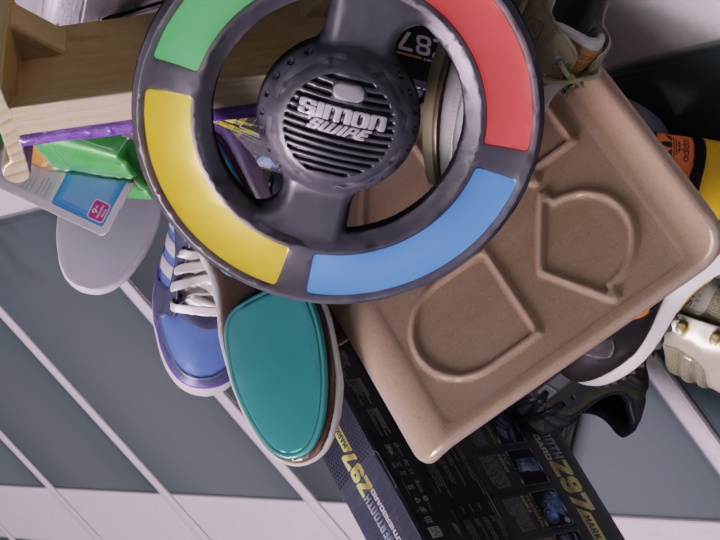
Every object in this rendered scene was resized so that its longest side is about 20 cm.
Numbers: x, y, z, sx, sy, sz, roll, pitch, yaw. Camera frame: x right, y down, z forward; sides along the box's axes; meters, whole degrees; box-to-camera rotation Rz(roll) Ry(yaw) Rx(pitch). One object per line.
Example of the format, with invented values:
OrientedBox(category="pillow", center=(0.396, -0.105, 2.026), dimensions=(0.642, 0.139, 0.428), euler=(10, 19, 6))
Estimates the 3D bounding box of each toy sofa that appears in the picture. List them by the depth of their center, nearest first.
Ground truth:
OrientedBox(category="toy sofa", center=(-0.089, -0.096, 0.898), dimensions=(0.200, 0.083, 0.098), euler=(-7, 135, 1))

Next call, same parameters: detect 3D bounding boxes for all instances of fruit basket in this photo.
OrientedBox(category="fruit basket", center=(-0.200, -0.136, 1.152), dimensions=(0.200, 0.185, 0.094), euler=(26, 164, 22))

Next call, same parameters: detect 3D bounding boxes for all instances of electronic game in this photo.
OrientedBox(category="electronic game", center=(-0.011, -0.075, 0.828), dimensions=(0.200, 0.042, 0.200), euler=(0, 115, -1))

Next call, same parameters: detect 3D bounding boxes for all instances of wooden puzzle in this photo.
OrientedBox(category="wooden puzzle", center=(0.075, -0.018, 0.929), dimensions=(0.046, 0.200, 0.185), euler=(35, -160, -55))

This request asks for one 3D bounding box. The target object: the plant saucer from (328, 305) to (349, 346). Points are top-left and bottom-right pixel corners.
OrientedBox(category="plant saucer", center=(0.000, 0.000, 1.060), dimensions=(0.037, 0.200, 0.200), euler=(57, 149, -8))

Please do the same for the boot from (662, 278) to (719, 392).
OrientedBox(category="boot", center=(0.254, 0.037, 0.982), dimensions=(0.155, 0.072, 0.200), euler=(31, 153, 18))

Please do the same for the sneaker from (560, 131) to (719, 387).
OrientedBox(category="sneaker", center=(0.150, -0.010, 0.983), dimensions=(0.090, 0.070, 0.200), euler=(22, 137, -16))

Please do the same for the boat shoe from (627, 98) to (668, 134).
OrientedBox(category="boat shoe", center=(0.127, -0.033, 1.038), dimensions=(0.072, 0.062, 0.200), euler=(37, 151, 5))

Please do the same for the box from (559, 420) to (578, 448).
OrientedBox(category="box", center=(0.085, 0.072, 1.252), dimensions=(0.159, 0.046, 0.200), euler=(29, 149, 18))

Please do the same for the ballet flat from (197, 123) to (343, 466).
OrientedBox(category="ballet flat", center=(-0.051, 0.010, 0.957), dimensions=(0.069, 0.069, 0.200), euler=(-37, 73, 61))

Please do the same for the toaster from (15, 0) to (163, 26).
OrientedBox(category="toaster", center=(-0.184, -0.215, 1.039), dimensions=(0.200, 0.129, 0.114), euler=(47, 142, 16))

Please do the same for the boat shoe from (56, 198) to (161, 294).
OrientedBox(category="boat shoe", center=(-0.166, -0.072, 1.208), dimensions=(0.069, 0.200, 0.057), euler=(12, 161, -3))

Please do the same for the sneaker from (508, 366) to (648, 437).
OrientedBox(category="sneaker", center=(0.102, 0.060, 1.077), dimensions=(0.200, 0.081, 0.074), euler=(5, 157, -22))

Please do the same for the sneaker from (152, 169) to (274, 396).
OrientedBox(category="sneaker", center=(-0.103, -0.023, 1.176), dimensions=(0.081, 0.200, 0.146), euler=(8, 166, 0))

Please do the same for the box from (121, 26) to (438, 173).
OrientedBox(category="box", center=(-0.026, -0.108, 1.028), dimensions=(0.200, 0.049, 0.161), euler=(12, 159, -20))

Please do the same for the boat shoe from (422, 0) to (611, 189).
OrientedBox(category="boat shoe", center=(0.088, -0.119, 0.863), dimensions=(0.068, 0.075, 0.200), euler=(24, 109, 28))

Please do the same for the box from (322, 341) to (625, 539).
OrientedBox(category="box", center=(0.063, 0.128, 1.073), dimensions=(0.051, 0.158, 0.200), euler=(-54, 54, 39))
